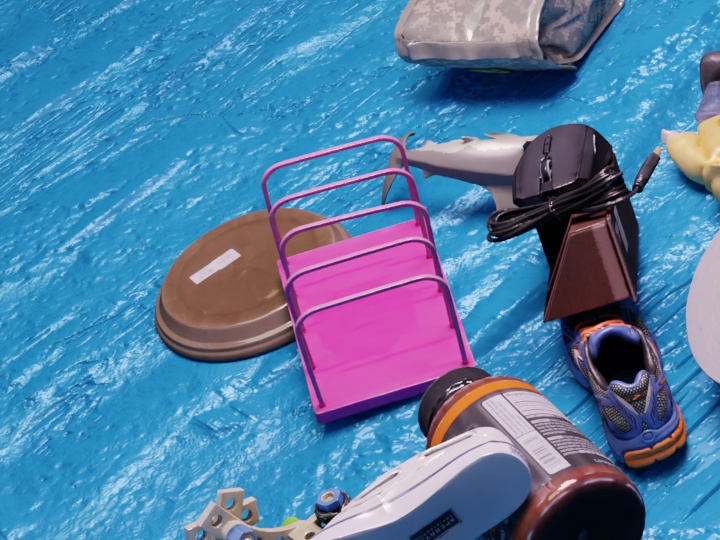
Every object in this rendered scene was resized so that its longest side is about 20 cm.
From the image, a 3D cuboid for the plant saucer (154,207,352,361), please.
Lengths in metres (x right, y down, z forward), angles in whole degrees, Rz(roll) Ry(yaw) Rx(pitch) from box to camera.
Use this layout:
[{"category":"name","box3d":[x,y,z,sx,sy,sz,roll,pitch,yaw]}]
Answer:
[{"category":"plant saucer","box3d":[-0.100,0.006,1.875,0.200,0.029,0.200,-15,36,12]}]

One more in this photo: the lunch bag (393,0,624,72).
[{"category":"lunch bag","box3d":[0.145,-0.257,2.011,0.164,0.118,0.200,5,39,32]}]

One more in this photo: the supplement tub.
[{"category":"supplement tub","box3d":[0.117,0.147,1.504,0.107,0.107,0.200,-30,35,-11]}]

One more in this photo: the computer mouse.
[{"category":"computer mouse","box3d":[0.182,-0.091,1.665,0.140,0.046,0.200,-17,15,28]}]

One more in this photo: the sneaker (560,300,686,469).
[{"category":"sneaker","box3d":[0.201,0.065,1.587,0.075,0.078,0.200,-22,33,-1]}]

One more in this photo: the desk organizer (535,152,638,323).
[{"category":"desk organizer","box3d":[0.181,-0.029,1.678,0.077,0.072,0.200,-17,15,13]}]

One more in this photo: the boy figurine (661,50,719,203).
[{"category":"boy figurine","box3d":[0.322,-0.116,1.777,0.124,0.064,0.200,-6,35,18]}]

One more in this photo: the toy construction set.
[{"category":"toy construction set","box3d":[-0.034,0.226,1.506,0.131,0.092,0.200,-38,49,-20]}]

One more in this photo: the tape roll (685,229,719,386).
[{"category":"tape roll","box3d":[0.339,0.016,1.518,0.200,0.066,0.200,-36,35,31]}]

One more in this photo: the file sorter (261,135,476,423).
[{"category":"file sorter","box3d":[0.000,0.000,1.717,0.139,0.125,0.200,-16,42,0]}]

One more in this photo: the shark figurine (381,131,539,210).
[{"category":"shark figurine","box3d":[0.109,-0.081,1.841,0.214,0.090,0.128,-2,6,15]}]

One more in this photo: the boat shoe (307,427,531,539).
[{"category":"boat shoe","box3d":[0.026,0.178,1.423,0.200,0.074,0.065,-28,24,-1]}]
